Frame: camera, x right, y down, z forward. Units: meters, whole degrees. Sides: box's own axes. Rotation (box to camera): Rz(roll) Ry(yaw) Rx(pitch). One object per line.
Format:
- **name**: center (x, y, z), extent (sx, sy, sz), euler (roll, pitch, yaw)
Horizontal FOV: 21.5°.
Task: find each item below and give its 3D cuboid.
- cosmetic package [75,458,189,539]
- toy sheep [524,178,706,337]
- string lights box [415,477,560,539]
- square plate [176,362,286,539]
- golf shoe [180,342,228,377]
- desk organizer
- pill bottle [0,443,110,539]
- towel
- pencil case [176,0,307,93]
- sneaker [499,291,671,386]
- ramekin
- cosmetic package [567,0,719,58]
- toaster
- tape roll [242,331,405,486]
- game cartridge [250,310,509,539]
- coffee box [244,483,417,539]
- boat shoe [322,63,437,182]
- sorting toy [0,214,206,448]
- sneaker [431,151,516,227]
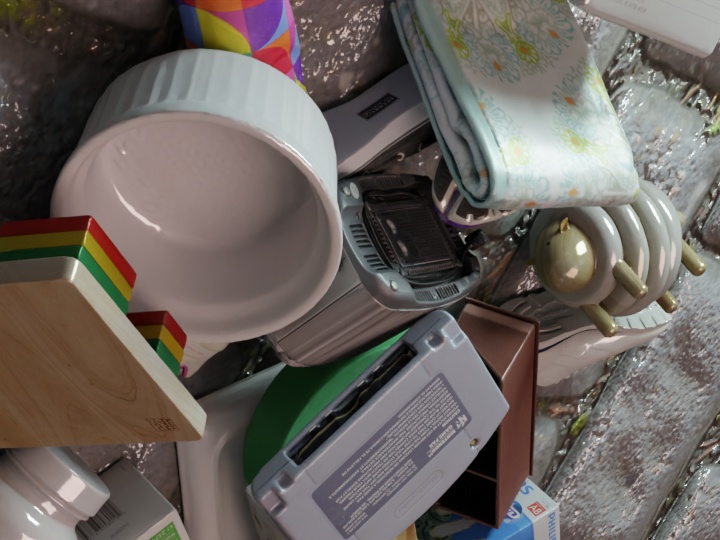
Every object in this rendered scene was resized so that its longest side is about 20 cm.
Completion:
- **cosmetic package**: center (-0.183, 0.264, 1.544), extent (0.107, 0.085, 0.201), euler (-37, 135, -18)
- **toy sheep**: center (0.223, -0.020, 1.660), extent (0.199, 0.137, 0.139), euler (-14, 128, -47)
- **string lights box**: center (0.077, 0.256, 1.748), extent (0.199, 0.103, 0.059), euler (-28, 134, -23)
- **square plate**: center (-0.064, 0.164, 1.618), extent (0.197, 0.028, 0.202), euler (-23, 131, -27)
- **golf shoe**: center (-0.176, 0.036, 1.400), extent (0.199, 0.076, 0.092), euler (14, 127, -37)
- **desk organizer**: center (0.109, 0.130, 1.678), extent (0.077, 0.071, 0.201), euler (-54, 153, -40)
- **pill bottle**: center (-0.282, 0.213, 1.401), extent (0.200, 0.112, 0.112), euler (-48, 138, -2)
- **towel**: center (0.121, -0.140, 1.452), extent (0.170, 0.202, 0.048), euler (-5, 157, -39)
- **pencil case**: center (-0.080, -0.170, 1.327), extent (0.088, 0.088, 0.201), euler (-28, 135, -23)
- **sneaker**: center (0.197, 0.060, 1.746), extent (0.198, 0.077, 0.081), euler (-8, 132, -28)
- **ramekin**: center (-0.108, -0.055, 1.309), extent (0.198, 0.098, 0.202), euler (2, 130, 3)
- **cosmetic package**: center (0.208, -0.297, 1.422), extent (0.165, 0.167, 0.201), euler (12, 111, -44)
- **toaster**: center (0.000, 0.000, 1.459), extent (0.129, 0.114, 0.199), euler (-33, 169, 30)
- **tape roll**: center (-0.004, 0.137, 1.594), extent (0.199, 0.048, 0.202), euler (-23, 132, -28)
- **game cartridge**: center (0.019, 0.138, 1.441), extent (0.200, 0.041, 0.133), euler (-42, 130, -10)
- **coffee box**: center (-0.015, 0.241, 1.562), extent (0.114, 0.080, 0.201), euler (-28, 133, -21)
- **boat shoe**: center (0.001, -0.095, 1.461), extent (0.199, 0.069, 0.057), euler (-31, 135, -23)
- **sorting toy**: center (-0.227, 0.040, 1.288), extent (0.200, 0.197, 0.070), euler (57, 36, -49)
- **sneaker**: center (0.114, -0.088, 1.514), extent (0.200, 0.080, 0.084), euler (-49, 172, -44)
